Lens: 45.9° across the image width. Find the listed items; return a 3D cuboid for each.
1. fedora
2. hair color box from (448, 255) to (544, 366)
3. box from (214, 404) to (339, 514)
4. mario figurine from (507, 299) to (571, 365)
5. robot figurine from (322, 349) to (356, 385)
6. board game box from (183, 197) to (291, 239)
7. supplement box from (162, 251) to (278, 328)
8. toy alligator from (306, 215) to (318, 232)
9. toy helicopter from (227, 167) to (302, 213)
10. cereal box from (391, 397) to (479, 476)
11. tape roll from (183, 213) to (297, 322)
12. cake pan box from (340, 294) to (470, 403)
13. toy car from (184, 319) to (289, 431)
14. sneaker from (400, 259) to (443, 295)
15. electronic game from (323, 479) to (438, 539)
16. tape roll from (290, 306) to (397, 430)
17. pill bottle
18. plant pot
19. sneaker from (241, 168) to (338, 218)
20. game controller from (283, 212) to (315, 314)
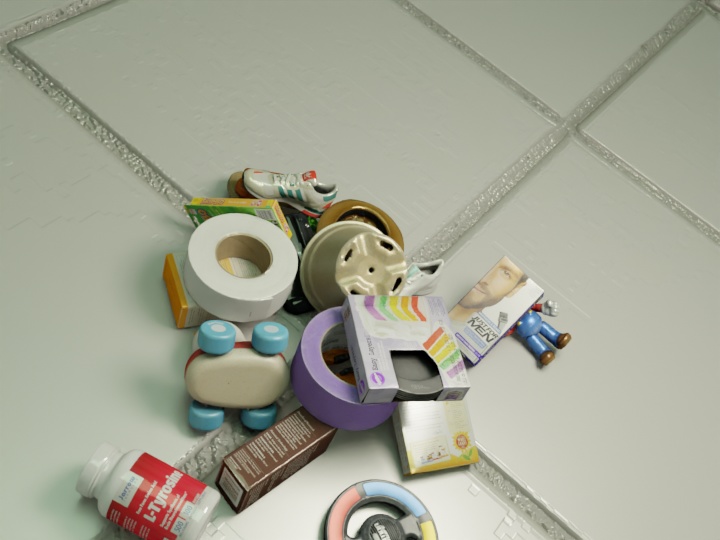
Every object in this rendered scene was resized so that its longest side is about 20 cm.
[{"bbox_3d":[-0.008,-0.047,1.740,0.200,0.082,0.201,9,60,-15],"label":"fedora"},{"bbox_3d":[0.256,0.080,1.688,0.200,0.065,0.109,-46,75,-3],"label":"hair color box"},{"bbox_3d":[-0.138,0.305,1.413,0.200,0.100,0.075,-28,66,-35],"label":"box"},{"bbox_3d":[0.331,0.101,1.739,0.200,0.106,0.123,41,49,10],"label":"mario figurine"},{"bbox_3d":[0.015,0.167,1.595,0.199,0.058,0.145,-13,69,-27],"label":"robot figurine"},{"bbox_3d":[-0.237,-0.097,1.631,0.199,0.096,0.030,2,50,21],"label":"board game box"},{"bbox_3d":[-0.257,0.026,1.598,0.199,0.074,0.126,-7,56,-25],"label":"supplement box"},{"bbox_3d":[-0.121,-0.090,1.750,0.199,0.054,0.059,-22,65,-32],"label":"toy alligator"},{"bbox_3d":[-0.181,-0.160,1.780,0.199,0.079,0.133,15,41,-18],"label":"toy helicopter"},{"bbox_3d":[0.128,0.262,1.550,0.143,0.040,0.201,-3,72,-23],"label":"cereal box"},{"bbox_3d":[-0.217,-0.006,1.542,0.202,0.071,0.203,11,49,-13],"label":"tape roll"},{"bbox_3d":[0.073,0.132,1.424,0.183,0.052,0.201,2,50,-17],"label":"cake pan box"},{"bbox_3d":[-0.224,0.147,1.488,0.176,0.185,0.200,2,25,-19],"label":"toy car"},{"bbox_3d":[0.087,0.024,1.718,0.200,0.089,0.075,-26,68,-33],"label":"sneaker"},{"bbox_3d":[0.036,0.443,1.411,0.199,0.042,0.201,10,52,-13],"label":"electronic game"},{"bbox_3d":[-0.015,0.165,1.452,0.199,0.085,0.201,10,48,-12],"label":"tape roll"},{"bbox_3d":[-0.326,0.346,1.304,0.199,0.112,0.112,28,50,2],"label":"pill bottle"},{"bbox_3d":[0.000,0.000,1.571,0.199,0.183,0.201,0,88,-13],"label":"plant pot"},{"bbox_3d":[-0.136,-0.176,1.702,0.199,0.093,0.071,20,44,-28],"label":"sneaker"},{"bbox_3d":[-0.126,-0.016,1.673,0.104,0.042,0.201,-16,80,-15],"label":"game controller"}]
